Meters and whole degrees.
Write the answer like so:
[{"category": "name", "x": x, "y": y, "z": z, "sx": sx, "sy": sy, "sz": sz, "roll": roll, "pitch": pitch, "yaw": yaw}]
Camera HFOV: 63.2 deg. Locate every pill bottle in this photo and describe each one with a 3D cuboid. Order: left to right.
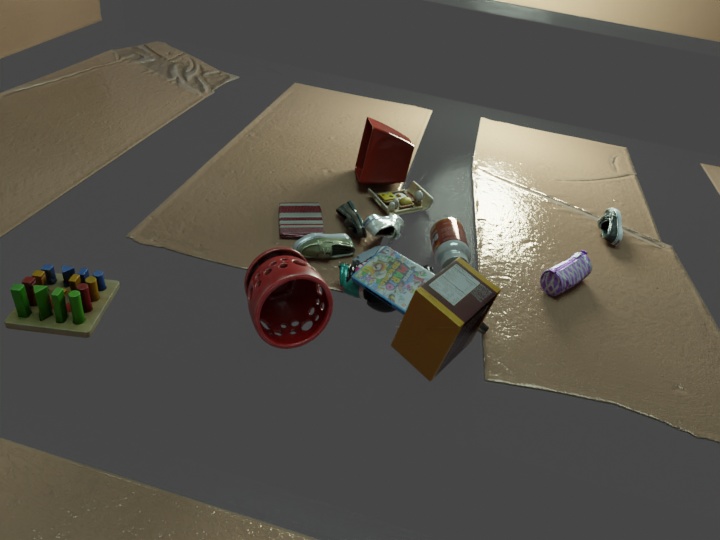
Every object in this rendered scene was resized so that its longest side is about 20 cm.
[{"category": "pill bottle", "x": 0.271, "y": -0.063, "z": 1.762, "sx": 0.109, "sy": 0.115, "sz": 0.202, "roll": 5, "pitch": 35, "yaw": -4}]

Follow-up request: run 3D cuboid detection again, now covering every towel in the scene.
[{"category": "towel", "x": -0.192, "y": -0.162, "z": 1.880, "sx": 0.140, "sy": 0.023, "sz": 0.202, "roll": 0, "pitch": 35, "yaw": -9}]

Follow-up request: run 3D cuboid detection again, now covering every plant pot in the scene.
[{"category": "plant pot", "x": -0.187, "y": 0.058, "z": 1.427, "sx": 0.195, "sy": 0.205, "sz": 0.183, "roll": -10, "pitch": 31, "yaw": -24}, {"category": "plant pot", "x": 0.090, "y": -0.422, "z": 2.139, "sx": 0.171, "sy": 0.205, "sz": 0.201, "roll": 12, "pitch": 23, "yaw": -10}]

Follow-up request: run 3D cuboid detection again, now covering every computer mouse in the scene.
[{"category": "computer mouse", "x": 0.113, "y": 0.066, "z": 1.560, "sx": 0.195, "sy": 0.054, "sz": 0.139, "roll": -21, "pitch": 27, "yaw": 7}]

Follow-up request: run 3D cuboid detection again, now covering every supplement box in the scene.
[{"category": "supplement box", "x": 0.204, "y": 0.115, "z": 1.411, "sx": 0.132, "sy": 0.200, "sz": 0.198, "roll": 39, "pitch": 44, "yaw": 21}]

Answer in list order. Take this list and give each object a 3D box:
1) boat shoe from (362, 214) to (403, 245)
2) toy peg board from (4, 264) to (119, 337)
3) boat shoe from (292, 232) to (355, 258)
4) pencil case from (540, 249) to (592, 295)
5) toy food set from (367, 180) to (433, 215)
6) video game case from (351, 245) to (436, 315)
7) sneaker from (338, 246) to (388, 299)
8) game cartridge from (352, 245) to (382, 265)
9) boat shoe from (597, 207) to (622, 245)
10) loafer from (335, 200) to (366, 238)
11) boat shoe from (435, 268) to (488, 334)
[{"category": "boat shoe", "x": 0.091, "y": -0.124, "z": 1.824, "sx": 0.087, "sy": 0.075, "sz": 0.200, "roll": 53, "pitch": 24, "yaw": 21}, {"category": "toy peg board", "x": -0.715, "y": 0.047, "z": 1.408, "sx": 0.194, "sy": 0.100, "sz": 0.201, "roll": 7, "pitch": 35, "yaw": -3}, {"category": "boat shoe", "x": -0.103, "y": -0.070, "z": 1.726, "sx": 0.196, "sy": 0.074, "sz": 0.062, "roll": -11, "pitch": 37, "yaw": -30}, {"category": "pencil case", "x": 0.623, "y": 0.007, "z": 1.766, "sx": 0.197, "sy": 0.087, "sz": 0.083, "roll": -26, "pitch": 45, "yaw": -38}, {"category": "toy food set", "x": 0.140, "y": -0.262, "z": 2.054, "sx": 0.195, "sy": 0.062, "sz": 0.144, "roll": -12, "pitch": 40, "yaw": -27}, {"category": "video game case", "x": 0.092, "y": 0.023, "z": 1.507, "sx": 0.198, "sy": 0.018, "sz": 0.142, "roll": 32, "pitch": 58, "yaw": 33}, {"category": "sneaker", "x": 0.000, "y": 0.000, "z": 1.621, "sx": 0.118, "sy": 0.085, "sz": 0.201, "roll": 7, "pitch": 39, "yaw": 25}, {"category": "game cartridge", "x": 0.087, "y": 0.000, "z": 1.703, "sx": 0.131, "sy": 0.042, "sz": 0.199, "roll": -21, "pitch": 45, "yaw": -41}, {"category": "boat shoe", "x": 0.874, "y": -0.165, "z": 2.069, "sx": 0.067, "sy": 0.074, "sz": 0.202, "roll": 23, "pitch": 45, "yaw": -3}, {"category": "loafer", "x": -0.030, "y": -0.155, "z": 1.876, "sx": 0.061, "sy": 0.073, "sz": 0.201, "roll": -18, "pitch": 35, "yaw": -4}, {"category": "boat shoe", "x": 0.278, "y": 0.074, "z": 1.536, "sx": 0.201, "sy": 0.073, "sz": 0.074, "roll": 52, "pitch": 1, "yaw": 1}]
